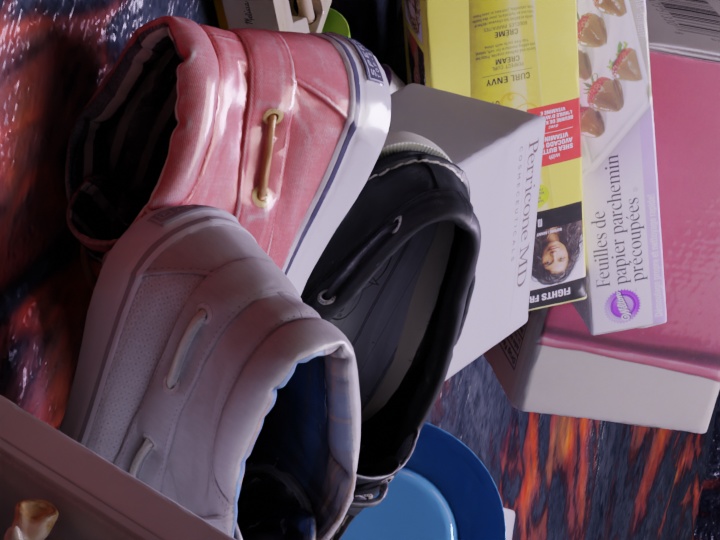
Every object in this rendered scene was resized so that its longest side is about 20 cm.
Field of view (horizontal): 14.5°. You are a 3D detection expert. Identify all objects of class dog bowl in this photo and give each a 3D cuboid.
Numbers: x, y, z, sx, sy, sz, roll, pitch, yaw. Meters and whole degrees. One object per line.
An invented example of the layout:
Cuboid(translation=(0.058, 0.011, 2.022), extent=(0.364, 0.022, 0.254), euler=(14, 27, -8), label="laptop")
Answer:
Cuboid(translation=(0.002, 0.168, 1.299), extent=(0.050, 0.111, 0.201), euler=(106, -6, -83), label="dog bowl")

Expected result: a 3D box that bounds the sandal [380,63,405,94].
Cuboid(translation=(0.003, -0.059, 1.270), extent=(0.203, 0.050, 0.083), euler=(8, 90, -79), label="sandal")

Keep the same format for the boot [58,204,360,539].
Cuboid(translation=(-0.056, 0.085, 0.930), extent=(0.073, 0.096, 0.201), euler=(-11, 127, -35), label="boot")

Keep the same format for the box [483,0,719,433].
Cuboid(translation=(0.136, -0.037, 1.433), extent=(0.128, 0.108, 0.201), euler=(-114, -145, -63), label="box")

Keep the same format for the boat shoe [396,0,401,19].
Cuboid(translation=(0.063, -0.133, 1.403), extent=(0.075, 0.086, 0.203), euler=(-59, 154, -60), label="boat shoe")

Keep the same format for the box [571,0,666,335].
Cuboid(translation=(0.114, -0.069, 1.321), extent=(0.041, 0.039, 0.201), euler=(-115, -163, -65), label="box")

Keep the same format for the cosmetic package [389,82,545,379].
Cuboid(translation=(0.000, 0.000, 1.155), extent=(0.200, 0.074, 0.102), euler=(-31, 131, -53), label="cosmetic package")

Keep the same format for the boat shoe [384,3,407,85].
Cuboid(translation=(0.053, -0.067, 1.378), extent=(0.076, 0.071, 0.201), euler=(-118, -152, -47), label="boat shoe")

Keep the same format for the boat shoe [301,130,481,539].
Cuboid(translation=(-0.008, 0.051, 1.030), extent=(0.200, 0.074, 0.066), euler=(-61, -147, 9), label="boat shoe")

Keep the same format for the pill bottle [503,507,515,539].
Cuboid(translation=(0.020, 0.209, 1.377), extent=(0.111, 0.111, 0.201), euler=(36, 64, -75), label="pill bottle")

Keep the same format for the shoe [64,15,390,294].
Cuboid(translation=(-0.070, 0.002, 0.984), extent=(0.091, 0.071, 0.201), euler=(7, 119, -39), label="shoe")

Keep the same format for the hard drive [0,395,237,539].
Cuboid(translation=(-0.047, 0.128, 0.866), extent=(0.026, 0.200, 0.132), euler=(-38, 142, -33), label="hard drive")

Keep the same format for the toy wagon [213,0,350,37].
Cuboid(translation=(-0.018, -0.181, 1.137), extent=(0.155, 0.039, 0.201), euler=(80, 22, -55), label="toy wagon")

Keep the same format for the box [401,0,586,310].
Cuboid(translation=(0.061, -0.076, 1.287), extent=(0.050, 0.075, 0.201), euler=(-118, -160, -57), label="box")

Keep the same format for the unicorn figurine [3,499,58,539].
Cuboid(translation=(-0.124, 0.134, 0.834), extent=(0.200, 0.074, 0.138), euler=(-15, 123, -61), label="unicorn figurine")
